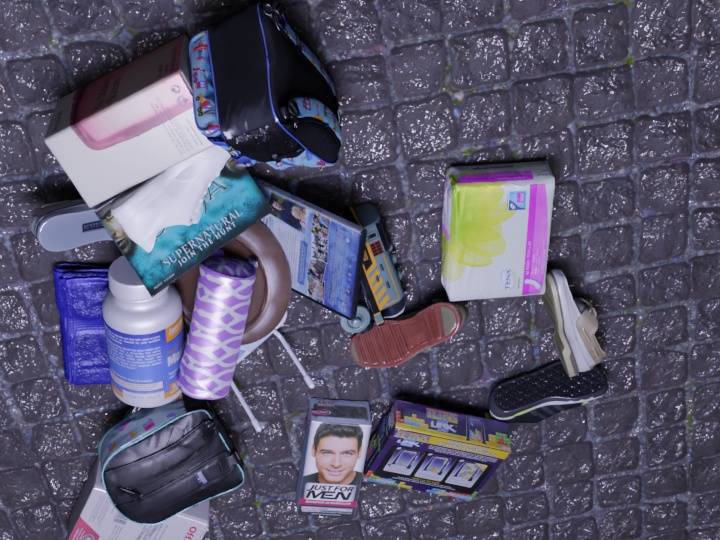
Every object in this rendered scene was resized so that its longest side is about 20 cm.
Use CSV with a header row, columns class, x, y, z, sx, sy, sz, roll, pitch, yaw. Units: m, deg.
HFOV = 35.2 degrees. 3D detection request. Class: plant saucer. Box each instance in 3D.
class,x,y,z,sx,sy,sz,roll,pitch,yaw
plant saucer,-0.194,0.014,1.596,0.196,0.032,0.204,5,107,15

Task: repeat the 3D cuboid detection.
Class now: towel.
class,x,y,z,sx,sy,sz,roll,pitch,yaw
towel,-0.371,0.084,1.664,0.145,0.050,0.203,1,123,-5

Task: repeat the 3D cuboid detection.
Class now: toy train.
class,x,y,z,sx,sy,sz,roll,pitch,yaw
toy train,0.000,0.000,1.630,0.112,0.086,0.202,-23,123,-2

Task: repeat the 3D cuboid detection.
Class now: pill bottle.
class,x,y,z,sx,sy,sz,roll,pitch,yaw
pill bottle,-0.302,0.081,1.586,0.110,0.113,0.203,-1,125,-5

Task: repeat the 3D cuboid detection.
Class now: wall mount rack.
class,x,y,z,sx,sy,sz,roll,pitch,yaw
wall mount rack,-0.170,0.138,1.702,0.199,0.075,0.173,-39,117,20

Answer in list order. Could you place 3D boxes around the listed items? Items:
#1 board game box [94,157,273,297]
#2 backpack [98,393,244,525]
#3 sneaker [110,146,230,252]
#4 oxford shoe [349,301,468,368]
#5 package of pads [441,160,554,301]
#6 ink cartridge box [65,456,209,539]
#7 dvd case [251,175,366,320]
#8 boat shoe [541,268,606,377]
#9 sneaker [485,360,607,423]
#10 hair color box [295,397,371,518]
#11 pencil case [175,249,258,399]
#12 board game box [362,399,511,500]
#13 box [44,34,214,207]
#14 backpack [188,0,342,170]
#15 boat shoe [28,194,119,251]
class,x,y,z,sx,sy,sz,roll,pitch,yaw
board game box,-0.233,-0.078,1.504,0.199,0.028,0.136,-36,93,-11
backpack,-0.300,0.281,1.731,0.198,0.153,0.178,-32,124,-9
sneaker,-0.222,-0.106,1.466,0.199,0.075,0.089,-39,112,-13
oxford shoe,0.075,0.098,1.705,0.197,0.074,0.072,-18,87,28
package of pads,0.191,-0.053,1.617,0.151,0.069,0.203,-4,123,-3
ink cartridge box,-0.361,0.403,1.852,0.197,0.085,0.146,22,119,-17
dvd case,-0.081,-0.031,1.563,0.198,0.017,0.145,26,128,25
boat shoe,0.321,0.071,1.714,0.067,0.075,0.202,-21,130,1
sneaker,0.293,0.198,1.807,0.196,0.073,0.083,-11,148,3
hair color box,-0.045,0.304,1.833,0.097,0.061,0.203,4,122,-8
pencil case,-0.201,0.076,1.555,0.083,0.085,0.203,0,112,-41
board game box,0.119,0.290,1.818,0.196,0.057,0.166,14,136,-14
box,-0.284,-0.192,1.445,0.197,0.129,0.110,-24,121,10
backpack,-0.107,-0.212,1.419,0.132,0.186,0.200,-17,159,20
boat shoe,-0.357,-0.076,1.549,0.199,0.086,0.076,-14,124,-32
